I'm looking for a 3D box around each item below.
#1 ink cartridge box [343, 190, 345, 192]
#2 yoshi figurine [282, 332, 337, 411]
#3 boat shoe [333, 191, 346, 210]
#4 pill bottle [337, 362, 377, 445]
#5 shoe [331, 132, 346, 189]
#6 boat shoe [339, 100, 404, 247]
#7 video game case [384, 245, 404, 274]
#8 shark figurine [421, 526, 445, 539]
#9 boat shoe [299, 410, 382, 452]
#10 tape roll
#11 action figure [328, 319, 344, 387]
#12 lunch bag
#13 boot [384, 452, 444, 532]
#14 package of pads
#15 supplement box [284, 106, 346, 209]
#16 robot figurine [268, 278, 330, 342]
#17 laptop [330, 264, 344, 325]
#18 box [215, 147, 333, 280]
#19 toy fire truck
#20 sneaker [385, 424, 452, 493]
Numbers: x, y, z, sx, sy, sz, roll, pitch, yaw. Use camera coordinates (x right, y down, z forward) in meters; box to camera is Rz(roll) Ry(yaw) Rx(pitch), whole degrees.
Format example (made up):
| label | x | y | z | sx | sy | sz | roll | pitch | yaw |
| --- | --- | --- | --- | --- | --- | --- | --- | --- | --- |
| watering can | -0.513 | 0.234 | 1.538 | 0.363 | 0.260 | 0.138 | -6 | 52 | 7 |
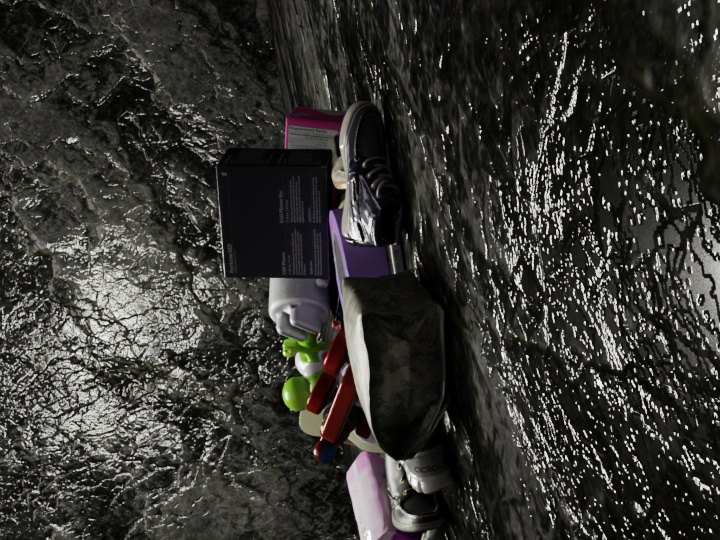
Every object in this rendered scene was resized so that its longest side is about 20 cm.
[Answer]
| label | x | y | z | sx | sy | sz | roll | pitch | yaw |
| --- | --- | --- | --- | --- | --- | --- | --- | --- | --- |
| ink cartridge box | -0.063 | -0.158 | 1.682 | 0.037 | 0.094 | 0.202 | 90 | 168 | -54 |
| yoshi figurine | -0.106 | 0.188 | 1.599 | 0.113 | 0.112 | 0.200 | -60 | 21 | 18 |
| boat shoe | -0.017 | -0.104 | 1.479 | 0.201 | 0.071 | 0.067 | 86 | 167 | -74 |
| pill bottle | 0.018 | 0.209 | 1.493 | 0.200 | 0.105 | 0.107 | -118 | 19 | -72 |
| shoe | -0.019 | -0.175 | 1.384 | 0.200 | 0.069 | 0.054 | -111 | 4 | -68 |
| boat shoe | 0.023 | -0.126 | 1.181 | 0.092 | 0.074 | 0.202 | 20 | 115 | 54 |
| video game case | 0.046 | -0.008 | 1.309 | 0.143 | 0.018 | 0.202 | -133 | 33 | -79 |
| shark figurine | 0.112 | 0.490 | 1.260 | 0.128 | 0.089 | 0.217 | -30 | -57 | -62 |
| boat shoe | -0.010 | 0.282 | 1.585 | 0.063 | 0.199 | 0.075 | 8 | -90 | -69 |
| tape roll | 0.000 | 0.000 | 1.362 | 0.200 | 0.065 | 0.203 | 170 | 90 | -83 |
| action figure | -0.023 | 0.192 | 1.695 | 0.134 | 0.148 | 0.202 | 103 | 143 | -88 |
| lunch bag | 0.044 | 0.119 | 1.100 | 0.164 | 0.116 | 0.202 | -124 | 29 | -73 |
| boot | 0.072 | 0.295 | 1.308 | 0.204 | 0.073 | 0.156 | -159 | 61 | -83 |
| package of pads | 0.049 | 0.400 | 1.433 | 0.076 | 0.120 | 0.201 | -52 | 25 | 17 |
| supplement box | -0.080 | -0.179 | 1.547 | 0.101 | 0.102 | 0.202 | -72 | -11 | -69 |
| robot figurine | -0.111 | 0.028 | 1.603 | 0.169 | 0.112 | 0.202 | -30 | 47 | 35 |
| laptop | -0.001 | 0.044 | 1.624 | 0.187 | 0.115 | 0.202 | -123 | 41 | -73 |
| box | -0.138 | -0.096 | 1.458 | 0.104 | 0.180 | 0.202 | -83 | -6 | -66 |
| toy fire truck | -0.025 | 0.199 | 1.292 | 0.201 | 0.111 | 0.168 | -68 | -7 | 28 |
| sneaker | 0.072 | 0.226 | 1.208 | 0.200 | 0.073 | 0.088 | -134 | 34 | -70 |
